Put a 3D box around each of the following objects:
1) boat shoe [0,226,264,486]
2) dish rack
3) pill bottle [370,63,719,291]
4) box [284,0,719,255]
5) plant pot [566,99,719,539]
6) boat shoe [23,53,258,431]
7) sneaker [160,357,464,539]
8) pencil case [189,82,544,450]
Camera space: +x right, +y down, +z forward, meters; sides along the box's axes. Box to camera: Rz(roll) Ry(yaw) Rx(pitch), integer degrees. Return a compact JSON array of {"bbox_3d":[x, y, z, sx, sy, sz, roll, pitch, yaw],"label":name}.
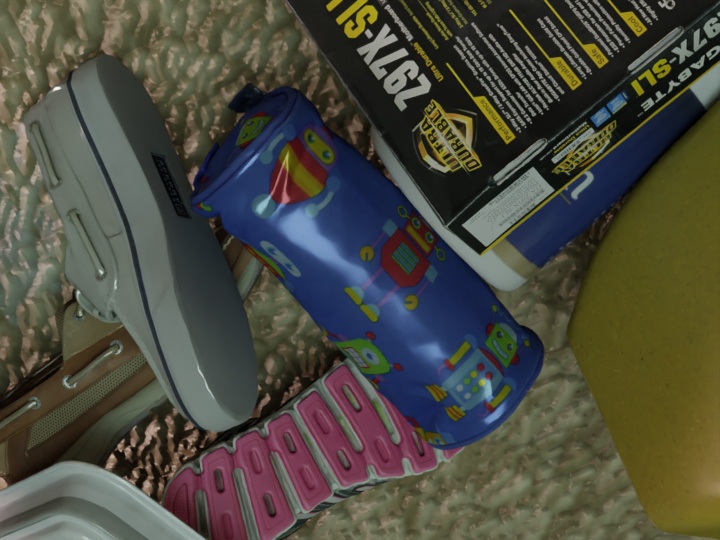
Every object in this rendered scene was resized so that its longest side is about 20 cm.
[{"bbox_3d":[-0.126,0.039,0.810,0.072,0.076,0.200,43,95,-9],"label":"boat shoe"},{"bbox_3d":[-0.131,0.178,0.816,0.171,0.044,0.200,41,142,-18],"label":"dish rack"},{"bbox_3d":[0.111,-0.094,0.760,0.200,0.111,0.111,-42,109,11],"label":"pill bottle"},{"bbox_3d":[0.055,-0.135,0.706,0.159,0.200,0.049,-40,153,11],"label":"box"},{"bbox_3d":[0.219,0.033,0.755,0.200,0.197,0.194,-36,148,27],"label":"plant pot"},{"bbox_3d":[-0.112,-0.007,0.755,0.065,0.072,0.201,-30,75,18],"label":"boat shoe"},{"bbox_3d":[-0.022,0.095,0.846,0.199,0.087,0.074,-27,89,-18],"label":"sneaker"},{"bbox_3d":[0.000,0.000,0.765,0.200,0.087,0.078,45,56,-19],"label":"pencil case"}]
